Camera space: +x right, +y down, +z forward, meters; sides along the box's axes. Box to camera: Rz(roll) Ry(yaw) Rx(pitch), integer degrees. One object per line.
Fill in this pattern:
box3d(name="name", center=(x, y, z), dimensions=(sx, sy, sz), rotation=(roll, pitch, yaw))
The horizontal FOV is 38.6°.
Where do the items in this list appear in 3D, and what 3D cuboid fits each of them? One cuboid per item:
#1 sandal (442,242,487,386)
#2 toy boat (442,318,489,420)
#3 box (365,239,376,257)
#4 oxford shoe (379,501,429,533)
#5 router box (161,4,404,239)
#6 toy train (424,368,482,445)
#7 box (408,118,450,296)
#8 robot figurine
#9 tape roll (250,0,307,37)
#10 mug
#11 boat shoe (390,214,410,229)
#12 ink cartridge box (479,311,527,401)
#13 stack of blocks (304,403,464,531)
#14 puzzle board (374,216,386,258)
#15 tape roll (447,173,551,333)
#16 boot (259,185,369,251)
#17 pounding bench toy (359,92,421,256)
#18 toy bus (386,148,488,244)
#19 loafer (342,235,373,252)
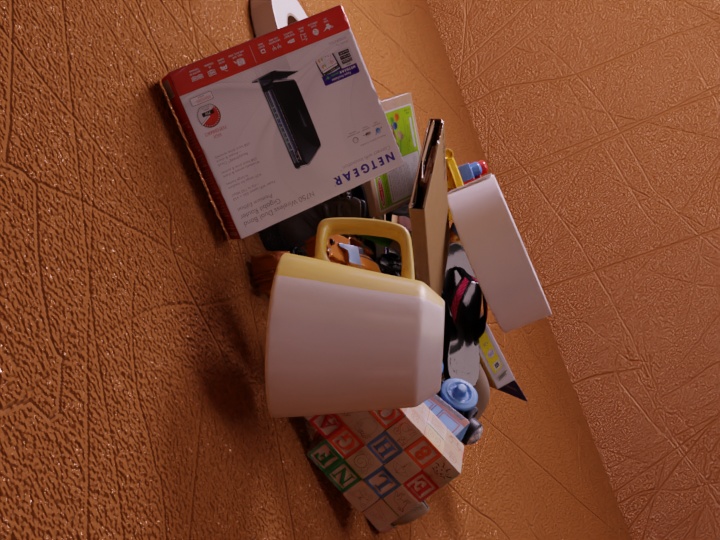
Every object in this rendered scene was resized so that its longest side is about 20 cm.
box3d(name="sandal", center=(0.142, 0.057, 1.362), dimensions=(0.075, 0.045, 0.201), rotation=(12, 66, -31))
box3d(name="toy boat", center=(0.091, 0.140, 1.444), dimensions=(0.200, 0.130, 0.131), rotation=(63, -12, -24))
box3d(name="box", center=(-0.012, -0.100, 1.497), dimensions=(0.110, 0.035, 0.200), rotation=(-82, 148, -59))
box3d(name="oxford shoe", center=(0.039, 0.208, 1.222), dimensions=(0.071, 0.074, 0.201), rotation=(45, 29, -56))
box3d(name="router box", center=(-0.077, -0.153, 1.063), dimensions=(0.180, 0.200, 0.049), rotation=(67, -18, -9))
box3d(name="toy train", center=(0.045, 0.143, 1.181), dimensions=(0.200, 0.087, 0.114), rotation=(39, 44, 19))
box3d(name="box", center=(0.084, -0.052, 1.223), dimensions=(0.200, 0.021, 0.164), rotation=(83, 16, -44))
box3d(name="robot figurine", center=(-0.026, 0.014, 1.145), dimensions=(0.200, 0.145, 0.058), rotation=(27, 50, -54))
box3d(name="tape roll", center=(-0.095, -0.313, 1.477), dimensions=(0.203, 0.037, 0.203), rotation=(-21, 90, -75))
box3d(name="mug", center=(0.000, 0.046, 0.938), dimensions=(0.149, 0.153, 0.187), rotation=(-24, 117, -85))
box3d(name="boat shoe", center=(0.070, -0.019, 1.442), dimensions=(0.200, 0.070, 0.071), rotation=(-87, 180, -61))
box3d(name="ink cartridge box", center=(0.136, 0.108, 1.526), dimensions=(0.197, 0.047, 0.200), rotation=(17, -41, 56))
box3d(name="stack of blocks", center=(-0.001, 0.159, 1.071), dimensions=(0.200, 0.115, 0.059), rotation=(48, 20, -8))
box3d(name="puzzle board", center=(0.026, -0.098, 1.410), dimensions=(0.200, 0.017, 0.151), rotation=(-84, 173, -72))
box3d(name="tape roll", center=(0.182, -0.022, 1.353), dimensions=(0.202, 0.071, 0.203), rotation=(-23, 90, -80))
box3d(name="boot", center=(-0.073, -0.123, 1.146), dimensions=(0.070, 0.131, 0.200), rotation=(-73, 140, -64))
box3d(name="pounding bench toy", center=(-0.016, -0.100, 1.252), dimensions=(0.124, 0.156, 0.201), rotation=(-30, 112, -53))
box3d(name="toy bus", center=(0.130, -0.095, 1.634), dimensions=(0.136, 0.191, 0.201), rotation=(154, -83, -84))
box3d(name="loafer", center=(0.000, 0.000, 1.365), dimensions=(0.072, 0.063, 0.201), rotation=(22, 50, -69))
